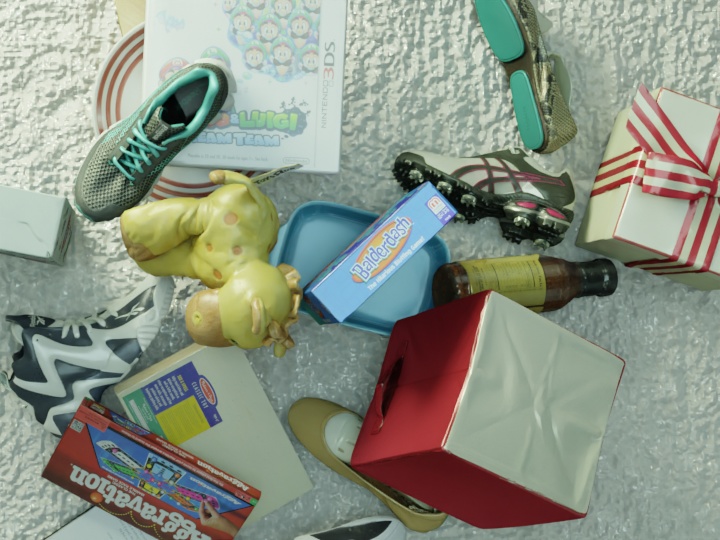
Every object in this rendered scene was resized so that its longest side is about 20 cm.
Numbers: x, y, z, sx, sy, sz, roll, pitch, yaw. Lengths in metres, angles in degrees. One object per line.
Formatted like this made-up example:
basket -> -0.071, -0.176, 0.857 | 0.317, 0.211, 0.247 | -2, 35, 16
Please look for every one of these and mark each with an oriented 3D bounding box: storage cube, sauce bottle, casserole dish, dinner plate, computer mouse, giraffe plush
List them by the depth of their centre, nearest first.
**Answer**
giraffe plush -> -0.121, 0.007, 1.557 | 0.200, 0.172, 0.162 | -25, 72, 33
storage cube -> 0.127, 0.142, 1.586 | 0.200, 0.180, 0.171 | 27, 67, -21
dinner plate -> -0.168, -0.160, 1.613 | 0.200, 0.024, 0.200 | 0, 91, -6
computer mouse -> -0.044, 0.300, 1.642 | 0.200, 0.044, 0.110 | -13, 131, -11
sauce bottle -> 0.173, 0.016, 1.678 | 0.200, 0.066, 0.066 | -4, 88, -26
casserole dish -> 0.000, 0.000, 1.684 | 0.200, 0.039, 0.121 | 15, 86, -7

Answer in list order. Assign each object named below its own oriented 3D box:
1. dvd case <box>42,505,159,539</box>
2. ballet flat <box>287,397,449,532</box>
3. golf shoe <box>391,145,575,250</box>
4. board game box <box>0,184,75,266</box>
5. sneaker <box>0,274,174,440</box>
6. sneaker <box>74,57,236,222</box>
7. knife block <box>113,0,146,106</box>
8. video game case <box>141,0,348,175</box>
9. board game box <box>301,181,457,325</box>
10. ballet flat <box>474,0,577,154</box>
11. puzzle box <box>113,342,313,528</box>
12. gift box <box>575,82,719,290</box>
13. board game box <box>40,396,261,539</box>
dvd case -> -0.260, 0.321, 1.646 | 0.200, 0.025, 0.150 | -34, 92, -8
ballet flat -> 0.016, 0.193, 1.663 | 0.200, 0.063, 0.069 | 38, 62, -6
golf shoe -> 0.131, -0.092, 1.698 | 0.200, 0.077, 0.088 | 20, 65, -8
board game box -> -0.358, -0.050, 1.559 | 0.147, 0.200, 0.064 | 12, 86, -7
sneaker -> -0.287, 0.060, 1.624 | 0.130, 0.079, 0.199 | 36, 94, -13
sneaker -> -0.200, -0.129, 1.528 | 0.078, 0.091, 0.200 | 41, 87, -4
knife block -> -0.150, -0.206, 1.661 | 0.175, 0.064, 0.200 | -13, 89, -8
video game case -> -0.115, -0.190, 1.596 | 0.200, 0.024, 0.182 | 3, 90, -7
board game box -> 0.011, -0.013, 1.567 | 0.152, 0.200, 0.045 | -43, 92, -7
ballet flat -> 0.182, -0.224, 1.710 | 0.075, 0.068, 0.200 | -23, 97, -29
puzzle box -> -0.146, 0.170, 1.632 | 0.133, 0.025, 0.200 | -28, 112, -7
gift box -> 0.335, -0.094, 1.656 | 0.184, 0.187, 0.200 | 14, 87, -7
board game box -> -0.210, 0.214, 1.608 | 0.200, 0.019, 0.103 | 29, 118, -6
